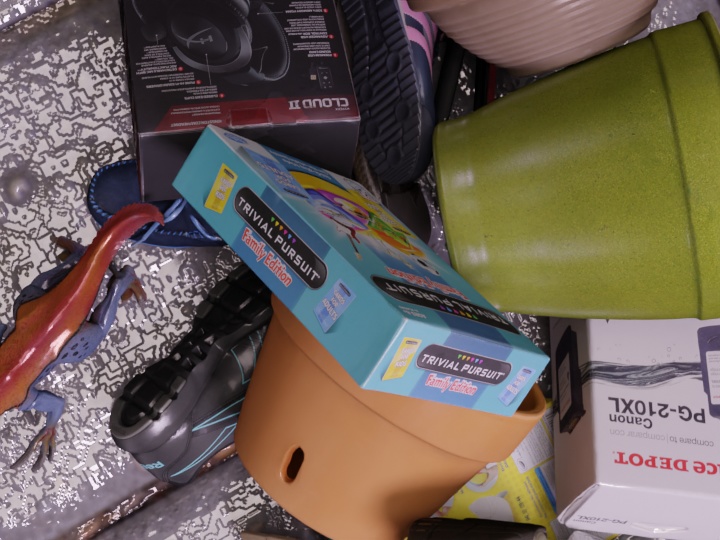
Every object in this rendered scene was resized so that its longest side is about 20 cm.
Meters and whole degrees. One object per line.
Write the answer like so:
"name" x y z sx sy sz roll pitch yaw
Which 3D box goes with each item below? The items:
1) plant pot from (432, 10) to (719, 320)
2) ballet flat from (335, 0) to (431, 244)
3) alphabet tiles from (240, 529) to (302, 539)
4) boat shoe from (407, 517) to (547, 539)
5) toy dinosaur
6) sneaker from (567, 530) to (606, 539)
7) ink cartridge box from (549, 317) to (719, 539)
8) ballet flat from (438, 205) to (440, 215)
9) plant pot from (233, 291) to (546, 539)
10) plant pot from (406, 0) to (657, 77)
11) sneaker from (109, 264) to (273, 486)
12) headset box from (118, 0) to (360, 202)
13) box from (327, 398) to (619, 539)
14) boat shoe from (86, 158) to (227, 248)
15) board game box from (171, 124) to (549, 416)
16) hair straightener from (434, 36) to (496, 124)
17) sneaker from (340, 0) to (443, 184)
"plant pot" 0.150 -0.052 0.909 0.190 0.200 0.204 -10 89 9
"ballet flat" 0.006 -0.106 1.020 0.067 0.046 0.203 -13 88 -43
"alphabet tiles" 0.001 0.260 0.921 0.007 0.199 0.169 -25 103 -37
"boat shoe" 0.082 0.202 0.901 0.075 0.200 0.075 3 82 22
"toy dinosaur" -0.235 0.048 0.921 0.104 0.201 0.182 34 50 8
"sneaker" 0.188 0.271 1.020 0.199 0.074 0.119 29 106 -34
"ink cartridge box" 0.217 0.083 0.994 0.143 0.085 0.203 8 62 -10
"ballet flat" 0.158 -0.040 1.035 0.197 0.063 0.070 2 88 -11
"plant pot" 0.006 0.090 0.926 0.199 0.200 0.141 32 104 -8
"plant pot" 0.132 -0.190 0.910 0.199 0.201 0.094 -26 103 -10
"sneaker" -0.093 0.067 0.991 0.200 0.075 0.080 -46 125 -15
"headset box" -0.087 -0.137 0.943 0.146 0.078 0.202 -6 59 -11
"box" 0.080 0.193 1.020 0.198 0.048 0.119 -27 93 -13
"boat shoe" -0.097 -0.059 0.975 0.197 0.069 0.086 -2 79 -1
"board game box" 0.000 0.000 0.819 0.200 0.150 0.047 44 107 36
"hair straightener" 0.070 -0.198 1.036 0.076 0.041 0.203 8 86 -10
"sneaker" 0.037 -0.157 0.982 0.081 0.070 0.203 5 74 -43
